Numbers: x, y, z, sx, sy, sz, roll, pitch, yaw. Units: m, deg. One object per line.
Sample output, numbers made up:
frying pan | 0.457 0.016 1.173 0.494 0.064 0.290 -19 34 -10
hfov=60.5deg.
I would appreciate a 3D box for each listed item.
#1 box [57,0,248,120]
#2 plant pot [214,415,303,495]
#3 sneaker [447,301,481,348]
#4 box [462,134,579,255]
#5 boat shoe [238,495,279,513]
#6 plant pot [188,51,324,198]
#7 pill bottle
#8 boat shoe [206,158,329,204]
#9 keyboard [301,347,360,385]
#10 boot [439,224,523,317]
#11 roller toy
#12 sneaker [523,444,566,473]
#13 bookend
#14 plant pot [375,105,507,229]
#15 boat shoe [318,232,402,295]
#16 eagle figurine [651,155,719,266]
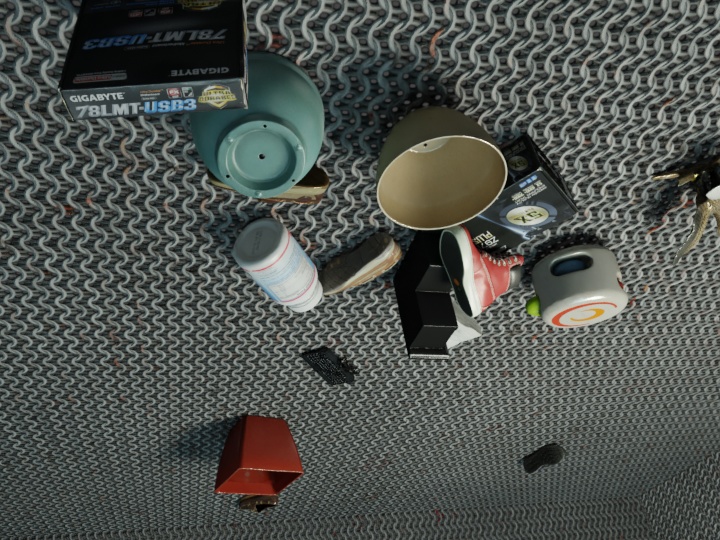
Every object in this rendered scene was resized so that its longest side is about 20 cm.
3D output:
box | -0.235 -0.264 0.731 0.200 0.199 0.050 -5 142 -3
plant pot | -0.304 0.541 1.824 0.199 0.177 0.200 15 137 -28
sneaker | 0.199 0.135 1.469 0.115 0.074 0.200 -29 141 21
box | 0.263 -0.124 1.122 0.200 0.086 0.164 -30 140 26
boat shoe | -0.395 0.897 2.376 0.200 0.070 0.070 -31 140 29
plant pot | -0.142 -0.187 0.874 0.200 0.134 0.201 -7 130 -8
pill bottle | -0.149 -0.003 1.179 0.109 0.109 0.200 -18 144 12
boat shoe | -0.155 -0.139 1.029 0.200 0.072 0.072 0 144 -20
keyboard | -0.070 0.261 1.611 0.104 0.040 0.200 -18 144 13
boot | 0.229 -0.027 1.131 0.144 0.072 0.200 -32 127 -13
roller toy | 0.470 0.031 1.331 0.200 0.140 0.182 4 153 -21
sneaker | 0.729 0.724 2.397 0.087 0.076 0.200 1 149 -38
bookend | 0.150 0.041 1.226 0.092 0.199 0.200 4 141 -16
plant pot | 0.114 -0.179 0.974 0.200 0.135 0.200 -6 143 -5
boat shoe | 0.000 0.000 1.246 0.200 0.076 0.072 -29 141 28
eagle figurine | 0.668 -0.110 1.179 0.151 0.200 0.152 -31 -161 -37
